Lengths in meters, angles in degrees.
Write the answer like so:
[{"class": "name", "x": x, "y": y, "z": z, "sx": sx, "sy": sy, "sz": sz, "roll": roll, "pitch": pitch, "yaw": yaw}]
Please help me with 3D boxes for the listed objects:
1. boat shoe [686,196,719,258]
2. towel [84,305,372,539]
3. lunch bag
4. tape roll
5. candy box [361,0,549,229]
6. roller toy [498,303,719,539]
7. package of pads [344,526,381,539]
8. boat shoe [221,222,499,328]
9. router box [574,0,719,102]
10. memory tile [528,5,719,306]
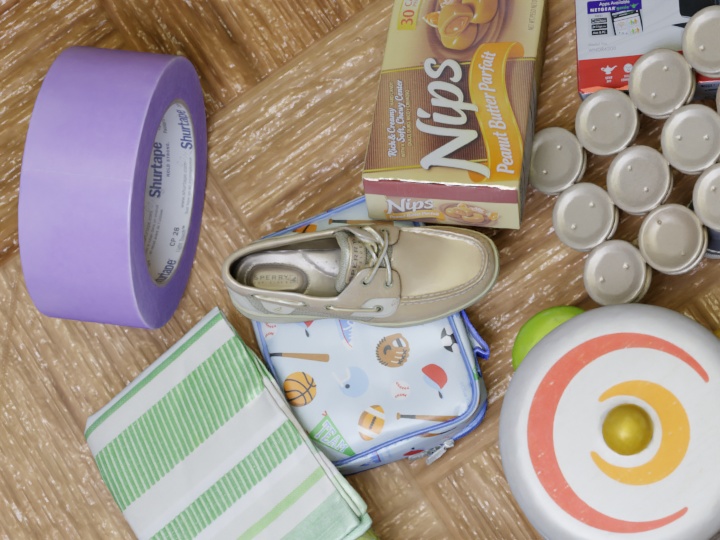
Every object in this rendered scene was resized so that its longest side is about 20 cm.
[{"class": "boat shoe", "x": 0.323, "y": -0.078, "z": 1.604, "sx": 0.199, "sy": 0.063, "sz": 0.073, "roll": -33, "pitch": 75, "yaw": 1}, {"class": "towel", "x": -0.101, "y": 0.147, "z": 1.571, "sx": 0.152, "sy": 0.023, "sz": 0.201, "roll": -40, "pitch": 67, "yaw": 8}, {"class": "lunch bag", "x": 0.008, "y": 0.050, "z": 1.626, "sx": 0.159, "sy": 0.076, "sz": 0.202, "roll": -20, "pitch": 75, "yaw": 2}, {"class": "tape roll", "x": -0.178, "y": -0.061, "z": 1.615, "sx": 0.084, "sy": 0.200, "sz": 0.202, "roll": 7, "pitch": 80, "yaw": 10}, {"class": "candy box", "x": 0.073, "y": -0.130, "z": 1.628, "sx": 0.114, "sy": 0.055, "sz": 0.201, "roll": 4, "pitch": 58, "yaw": 10}, {"class": "roller toy", "x": 0.192, "y": 0.120, "z": 1.546, "sx": 0.198, "sy": 0.140, "sz": 0.184, "roll": 9, "pitch": 80, "yaw": 11}, {"class": "package of pads", "x": -0.022, "y": 0.259, "z": 1.528, "sx": 0.155, "sy": 0.200, "sz": 0.068, "roll": -45, "pitch": 116, "yaw": -5}, {"class": "boat shoe", "x": 0.000, "y": 0.000, "z": 1.569, "sx": 0.198, "sy": 0.065, "sz": 0.073, "roll": -3, "pitch": 75, "yaw": 5}, {"class": "router box", "x": 0.259, "y": -0.220, "z": 1.644, "sx": 0.198, "sy": 0.049, "sz": 0.181, "roll": -5, "pitch": 78, "yaw": 14}, {"class": "memory tile", "x": 0.222, "y": -0.079, "z": 1.587, "sx": 0.199, "sy": 0.017, "sz": 0.154, "roll": -36, "pitch": 68, "yaw": 19}]
